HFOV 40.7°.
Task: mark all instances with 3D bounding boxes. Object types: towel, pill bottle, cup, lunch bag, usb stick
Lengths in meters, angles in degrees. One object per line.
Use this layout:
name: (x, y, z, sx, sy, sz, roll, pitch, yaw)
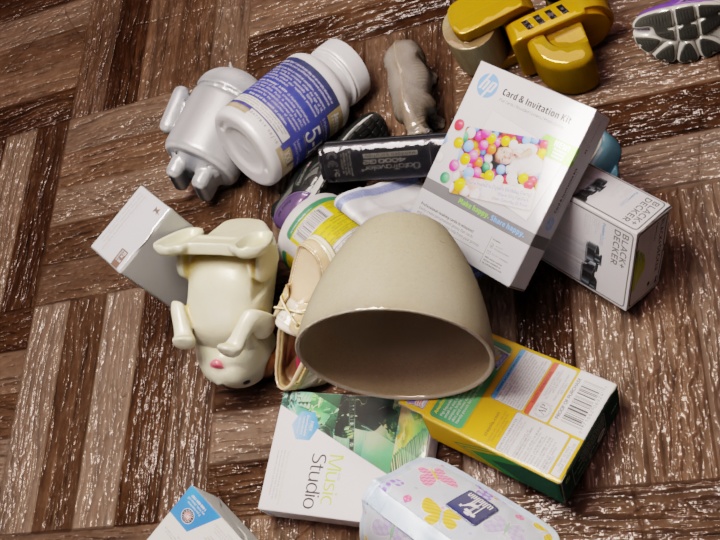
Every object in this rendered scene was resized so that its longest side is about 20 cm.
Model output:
towel: (0.081, -0.052, 1.149, 0.200, 0.146, 0.024, 37, 128, 33)
pill bottle: (-0.085, -0.217, 1.293, 0.119, 0.120, 0.200, 31, 63, 34)
cup: (0.039, 0.026, 0.993, 0.199, 0.200, 0.144, -8, 57, 22)
lunch bag: (0.103, 0.269, 0.922, 0.169, 0.200, 0.128, 28, 80, 35)
usb stick: (0.046, -0.139, 1.190, 0.198, 0.056, 0.033, -3, 24, 16)
pill bottle: (0.000, 0.000, 1.163, 0.113, 0.113, 0.200, -49, 54, -4)

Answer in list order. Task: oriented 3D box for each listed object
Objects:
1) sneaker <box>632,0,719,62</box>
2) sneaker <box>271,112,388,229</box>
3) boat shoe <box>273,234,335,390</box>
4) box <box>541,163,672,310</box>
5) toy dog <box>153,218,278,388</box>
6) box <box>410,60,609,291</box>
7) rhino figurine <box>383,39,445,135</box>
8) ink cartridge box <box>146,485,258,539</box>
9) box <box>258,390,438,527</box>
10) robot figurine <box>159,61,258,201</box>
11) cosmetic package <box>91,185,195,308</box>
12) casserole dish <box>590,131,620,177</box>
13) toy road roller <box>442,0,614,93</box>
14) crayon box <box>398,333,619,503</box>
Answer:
sneaker: (0.422, -0.311, 1.152, 0.198, 0.081, 0.084, -13, 43, 11)
sneaker: (-0.048, -0.135, 1.282, 0.087, 0.076, 0.201, 31, 81, 40)
boat shoe: (-0.066, 0.057, 1.121, 0.069, 0.202, 0.074, -19, 35, -36)
box: (0.236, -0.058, 1.068, 0.060, 0.117, 0.200, -35, 52, -26)
toy dog: (-0.161, 0.047, 1.179, 0.138, 0.194, 0.202, 0, 106, 7)
box: (0.153, -0.102, 1.039, 0.155, 0.041, 0.201, 33, 101, 35)
rhino figurine: (0.071, -0.212, 1.251, 0.059, 0.087, 0.202, -18, 60, 18)
ink cartridge box: (-0.208, 0.365, 1.106, 0.116, 0.067, 0.200, 36, 84, 35)
box: (-0.011, 0.215, 1.106, 0.198, 0.036, 0.146, 0, 66, 24)
robot figurine: (-0.199, -0.201, 1.362, 0.169, 0.113, 0.201, 25, 76, 5)
cosmetic package: (-0.235, -0.011, 1.230, 0.074, 0.200, 0.102, 35, 82, 35)
casserole dish: (0.219, -0.147, 1.177, 0.199, 0.039, 0.122, 31, 82, 33)
toy road roller: (0.214, -0.283, 1.201, 0.199, 0.123, 0.147, -21, 69, 14)
crayon box: (0.157, 0.144, 1.035, 0.199, 0.052, 0.126, 22, 63, 32)
